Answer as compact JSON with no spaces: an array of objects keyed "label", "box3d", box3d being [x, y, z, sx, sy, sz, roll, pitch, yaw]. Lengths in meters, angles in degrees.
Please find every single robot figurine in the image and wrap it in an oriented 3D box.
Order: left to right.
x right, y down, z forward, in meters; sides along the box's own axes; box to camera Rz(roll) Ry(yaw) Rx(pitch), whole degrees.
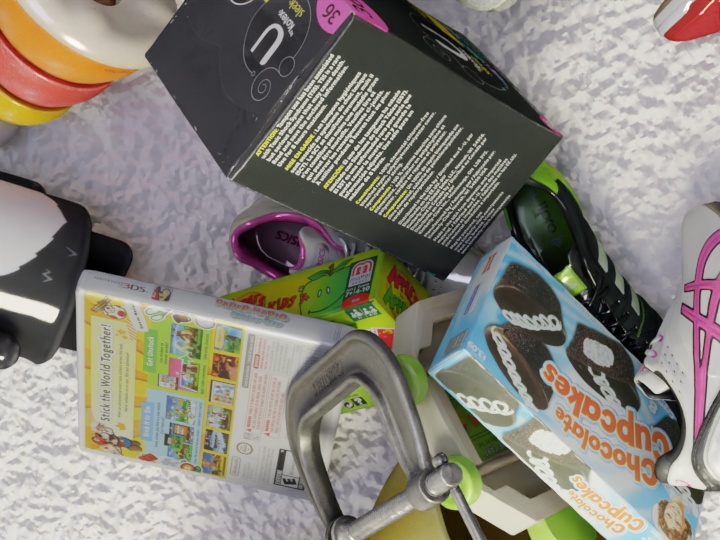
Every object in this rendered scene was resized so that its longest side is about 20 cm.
[{"label":"robot figurine","box3d":[-0.266,-0.005,1.166,0.200,0.150,0.125,17,93,-17]}]

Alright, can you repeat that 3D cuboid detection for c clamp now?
[{"label":"c clamp","box3d":[0.006,0.126,0.991,0.200,0.027,0.171,-33,75,61]}]

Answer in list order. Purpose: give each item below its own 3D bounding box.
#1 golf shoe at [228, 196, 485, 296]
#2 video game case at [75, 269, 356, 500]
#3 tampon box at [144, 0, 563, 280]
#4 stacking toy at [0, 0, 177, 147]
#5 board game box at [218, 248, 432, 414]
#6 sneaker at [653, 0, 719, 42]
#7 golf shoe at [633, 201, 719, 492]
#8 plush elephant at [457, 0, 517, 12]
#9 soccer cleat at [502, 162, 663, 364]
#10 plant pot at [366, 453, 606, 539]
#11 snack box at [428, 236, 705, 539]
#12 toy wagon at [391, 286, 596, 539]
[{"label":"golf shoe","box3d":[0.000,0.000,1.124,0.200,0.092,0.075,14,100,14]},{"label":"video game case","box3d":[-0.103,0.083,1.113,0.182,0.023,0.200,12,143,0]},{"label":"tampon box","box3d":[-0.005,-0.110,1.028,0.126,0.200,0.150,-51,45,15]},{"label":"stacking toy","box3d":[-0.239,-0.154,1.174,0.200,0.146,0.146,-42,84,33]},{"label":"board game box","box3d":[-0.041,0.055,1.116,0.200,0.048,0.102,-17,133,32]},{"label":"sneaker","box3d":[0.292,-0.166,1.019,0.200,0.071,0.113,-27,85,17]},{"label":"golf shoe","box3d":[0.215,0.043,1.026,0.092,0.073,0.200,-9,55,13]},{"label":"plush elephant","box3d":[0.086,-0.253,1.038,0.155,0.200,0.165,-31,88,-4]},{"label":"soccer cleat","box3d":[0.148,0.019,1.082,0.067,0.081,0.200,-32,89,19]},{"label":"plant pot","box3d":[0.079,0.194,1.086,0.142,0.200,0.200,-38,84,39]},{"label":"snack box","box3d":[0.138,0.086,1.021,0.200,0.116,0.037,43,131,-13]},{"label":"toy wagon","box3d":[0.093,0.106,1.024,0.040,0.155,0.200,-36,76,39]}]
